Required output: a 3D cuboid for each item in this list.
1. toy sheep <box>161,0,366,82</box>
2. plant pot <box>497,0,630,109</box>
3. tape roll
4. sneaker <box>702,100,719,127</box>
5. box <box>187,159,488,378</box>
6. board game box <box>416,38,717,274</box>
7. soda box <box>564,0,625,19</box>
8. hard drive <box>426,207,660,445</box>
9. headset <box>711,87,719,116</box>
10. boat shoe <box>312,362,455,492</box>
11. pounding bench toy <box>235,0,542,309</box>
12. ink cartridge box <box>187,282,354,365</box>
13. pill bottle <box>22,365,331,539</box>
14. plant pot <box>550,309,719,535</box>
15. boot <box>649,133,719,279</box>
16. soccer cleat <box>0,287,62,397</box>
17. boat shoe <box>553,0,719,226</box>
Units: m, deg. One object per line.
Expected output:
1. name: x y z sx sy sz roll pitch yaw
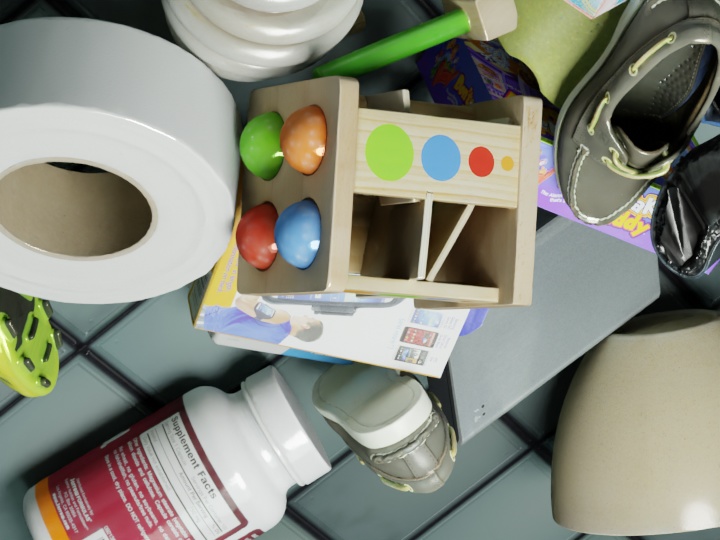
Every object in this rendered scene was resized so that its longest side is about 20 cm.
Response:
1. toy sheep: -0.057 -0.176 1.603 0.137 0.139 0.200 -10 155 -18
2. plant pot: 0.182 -0.194 1.676 0.200 0.201 0.184 24 127 -39
3. tape roll: -0.173 -0.064 1.629 0.201 0.071 0.203 3 145 2
4. sneaker: 0.300 -0.121 1.862 0.199 0.079 0.066 1 127 -28
5. box: 0.000 0.000 1.737 0.199 0.042 0.119 13 121 -16
6. board game box: 0.144 -0.083 1.760 0.199 0.135 0.045 20 119 -29
7. soda box: 0.083 -0.232 1.572 0.068 0.200 0.064 -32 155 -57
8. hard drive: 0.128 0.015 1.884 0.200 0.033 0.140 -35 138 -24
9. headset: 0.294 -0.131 1.764 0.123 0.201 0.094 -18 168 -18
10. boat shoe: 0.017 0.100 1.831 0.072 0.202 0.060 -34 105 -2
11. pounding bench toy: 0.011 -0.082 1.614 0.155 0.124 0.201 5 86 -28
12. ink cartridge box: -0.019 -0.039 1.784 0.115 0.067 0.201 11 124 -32
13. pill bottle: -0.126 0.153 1.872 0.199 0.113 0.113 -31 136 2
14. plant pot: 0.231 0.103 1.972 0.199 0.200 0.135 -11 98 -17
15. boot: 0.271 -0.086 1.629 0.200 0.076 0.168 -51 168 34
16. soccer cleat: -0.267 0.024 1.737 0.083 0.065 0.200 -12 147 26
17. boat shoe: 0.167 -0.093 1.612 0.072 0.061 0.202 9 137 -14
